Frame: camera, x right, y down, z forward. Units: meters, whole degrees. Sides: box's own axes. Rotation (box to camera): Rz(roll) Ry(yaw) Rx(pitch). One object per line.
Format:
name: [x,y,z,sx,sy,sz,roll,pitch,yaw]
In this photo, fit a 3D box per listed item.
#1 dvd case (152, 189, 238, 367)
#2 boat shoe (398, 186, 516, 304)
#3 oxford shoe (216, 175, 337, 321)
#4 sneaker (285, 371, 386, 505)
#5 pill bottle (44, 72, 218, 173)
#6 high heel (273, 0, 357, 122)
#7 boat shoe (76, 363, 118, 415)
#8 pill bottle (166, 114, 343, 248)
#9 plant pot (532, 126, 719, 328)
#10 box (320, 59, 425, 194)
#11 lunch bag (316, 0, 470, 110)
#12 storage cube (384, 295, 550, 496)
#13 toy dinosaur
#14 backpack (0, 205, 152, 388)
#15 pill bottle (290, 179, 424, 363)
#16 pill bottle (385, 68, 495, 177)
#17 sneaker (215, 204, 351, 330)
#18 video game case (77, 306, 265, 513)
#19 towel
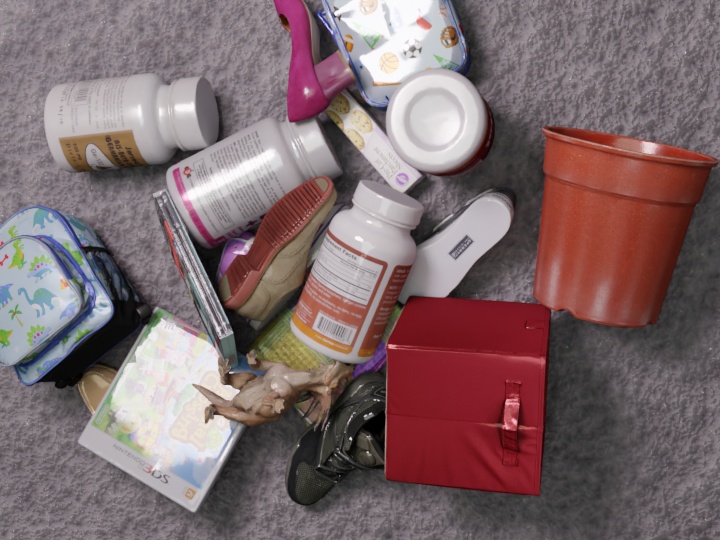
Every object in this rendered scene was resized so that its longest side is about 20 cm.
dvd case: [-0.202,0.015,1.344,0.022,0.146,0.201,-23,73,-12]
boat shoe: [0.115,-0.032,1.338,0.072,0.068,0.200,43,122,-1]
oxford shoe: [-0.088,-0.025,1.313,0.075,0.071,0.200,34,104,-35]
sneaker: [-0.024,0.228,1.349,0.076,0.114,0.200,36,104,-22]
pill bottle: [-0.287,-0.189,1.382,0.197,0.114,0.116,-5,92,11]
high heel: [-0.087,-0.270,1.330,0.096,0.068,0.201,-34,54,2]
boat shoe: [-0.302,0.202,1.431,0.200,0.064,0.071,43,100,6]
pill bottle: [-0.129,-0.119,1.352,0.198,0.113,0.114,-26,88,6]
plant pot: [0.288,-0.049,1.247,0.198,0.201,0.198,11,103,10]
box: [0.001,-0.179,1.364,0.041,0.039,0.200,-41,85,11]
lunch bag: [0.037,-0.306,1.333,0.159,0.076,0.202,-22,89,14]
storage cube: [0.128,0.139,1.270,0.178,0.200,0.173,4,108,12]
toy dinosaur: [-0.109,0.157,1.335,0.198,0.135,0.087,-16,64,27]
backpack: [-0.401,0.024,1.390,0.182,0.147,0.201,-38,71,12]
pill bottle: [0.000,0.000,1.306,0.111,0.112,0.202,25,104,9]
pill bottle: [0.098,-0.166,1.264,0.112,0.200,0.114,1,93,11]
sneaker: [-0.105,-0.032,1.378,0.200,0.073,0.114,-45,81,10]
video game case: [-0.235,0.175,1.389,0.181,0.022,0.201,28,80,10]
towel: [-0.040,0.092,1.396,0.144,0.023,0.200,45,99,6]
